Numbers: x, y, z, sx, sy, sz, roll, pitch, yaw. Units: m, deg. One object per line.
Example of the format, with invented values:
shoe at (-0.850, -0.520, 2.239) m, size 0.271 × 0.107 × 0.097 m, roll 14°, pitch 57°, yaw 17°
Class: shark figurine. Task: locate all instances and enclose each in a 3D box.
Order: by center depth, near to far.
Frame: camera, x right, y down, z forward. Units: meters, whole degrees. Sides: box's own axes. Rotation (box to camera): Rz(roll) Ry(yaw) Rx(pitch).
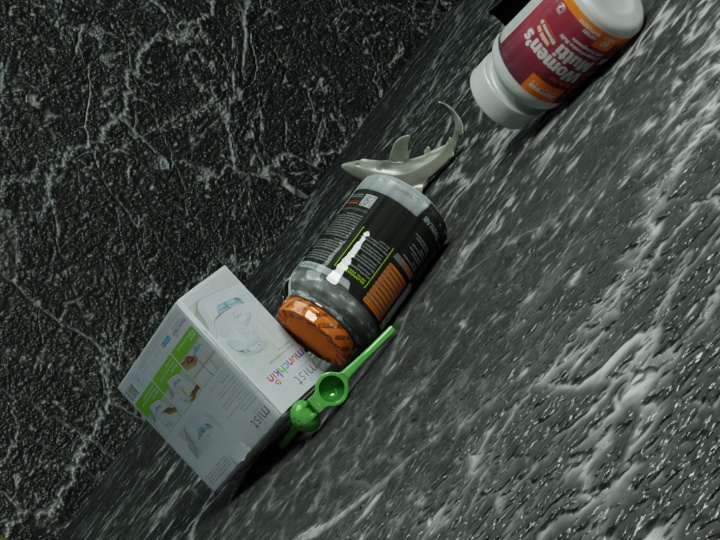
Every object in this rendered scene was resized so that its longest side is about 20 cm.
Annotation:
shark figurine at (0.091, -0.146, 1.981) m, size 0.213 × 0.128 × 0.090 m, roll -25°, pitch 46°, yaw 31°

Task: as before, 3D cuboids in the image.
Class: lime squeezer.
lime squeezer at (-0.035, 0.138, 1.464) m, size 0.200 × 0.038 × 0.070 m, roll -48°, pitch -23°, yaw 23°

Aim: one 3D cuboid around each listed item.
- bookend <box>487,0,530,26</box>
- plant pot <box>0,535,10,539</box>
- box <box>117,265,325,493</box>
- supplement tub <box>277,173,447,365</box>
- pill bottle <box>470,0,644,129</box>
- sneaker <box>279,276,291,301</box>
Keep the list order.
bookend at (0.224, -0.414, 1.924) m, size 0.092 × 0.200 × 0.199 m, roll -51°, pitch 8°, yaw -15°
plant pot at (-0.777, 0.624, 2.802) m, size 0.201 × 0.192 × 0.200 m, roll -49°, pitch 7°, yaw 9°
box at (-0.164, 0.130, 1.572) m, size 0.097 × 0.176 × 0.200 m, roll -40°, pitch -8°, yaw -45°
supplement tub at (0.000, 0.000, 1.544) m, size 0.201 × 0.122 × 0.122 m, roll -52°, pitch 8°, yaw -21°
pill bottle at (0.217, -0.253, 1.535) m, size 0.200 × 0.109 × 0.110 m, roll -43°, pitch 10°, yaw 43°
sneaker at (-0.089, 0.051, 1.962) m, size 0.077 × 0.082 × 0.200 m, roll -49°, pitch 8°, yaw 9°
